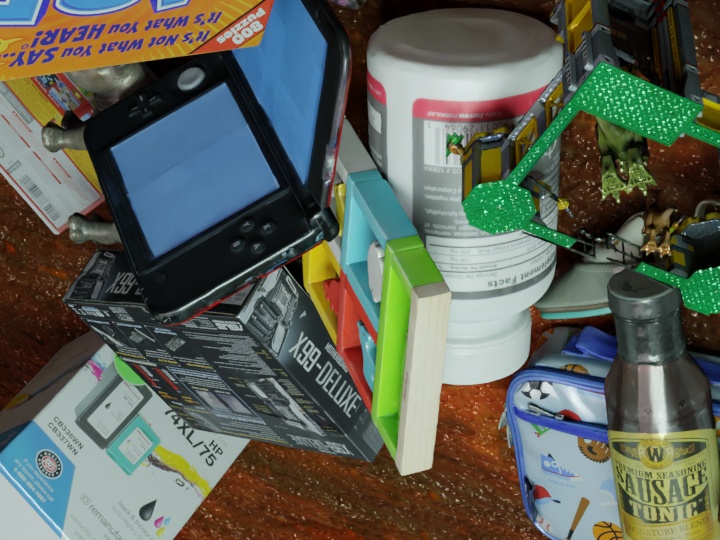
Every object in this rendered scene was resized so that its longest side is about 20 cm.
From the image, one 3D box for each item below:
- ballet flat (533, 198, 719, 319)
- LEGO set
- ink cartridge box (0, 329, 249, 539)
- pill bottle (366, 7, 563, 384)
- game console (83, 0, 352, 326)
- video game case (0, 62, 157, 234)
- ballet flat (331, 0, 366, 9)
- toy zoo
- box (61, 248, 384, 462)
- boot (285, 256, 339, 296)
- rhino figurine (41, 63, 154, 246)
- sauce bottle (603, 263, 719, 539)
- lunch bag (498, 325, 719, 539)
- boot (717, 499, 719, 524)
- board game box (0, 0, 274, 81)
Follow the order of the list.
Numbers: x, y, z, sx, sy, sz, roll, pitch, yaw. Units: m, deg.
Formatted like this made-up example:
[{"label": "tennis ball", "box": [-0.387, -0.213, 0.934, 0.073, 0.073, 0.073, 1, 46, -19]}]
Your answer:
[{"label": "ballet flat", "box": [0.188, -0.008, 0.882, 0.199, 0.067, 0.064, -4, 96, 38]}, {"label": "LEGO set", "box": [0.149, -0.078, 0.780, 0.198, 0.117, 0.154, 14, 137, -11]}, {"label": "ink cartridge box", "box": [-0.213, 0.153, 1.204, 0.147, 0.200, 0.146, 50, 137, -12]}, {"label": "pill bottle", "box": [0.059, -0.040, 0.874, 0.110, 0.111, 0.202, 14, 121, 27]}, {"label": "game console", "box": [-0.091, -0.100, 0.878, 0.119, 0.171, 0.201, 60, -179, -45]}, {"label": "video game case", "box": [-0.219, -0.116, 1.110, 0.143, 0.017, 0.199, 50, 138, -12]}, {"label": "ballet flat", "box": [0.029, -0.205, 0.819, 0.071, 0.070, 0.200, 30, 146, -16]}, {"label": "toy zoo", "box": [0.000, 0.000, 0.867, 0.201, 0.020, 0.132, -119, 25, -45]}, {"label": "box", "box": [-0.089, 0.056, 1.038, 0.199, 0.050, 0.158, 3, 142, 46]}, {"label": "boot", "box": [-0.025, -0.002, 1.027, 0.199, 0.073, 0.151, 26, 143, 3]}, {"label": "rhino figurine", "box": [-0.166, -0.093, 1.030, 0.087, 0.060, 0.201, 0, 127, 12]}, {"label": "sauce bottle", "box": [0.172, 0.093, 0.874, 0.066, 0.066, 0.202, 4, 122, 34]}, {"label": "lunch bag", "box": [0.186, 0.117, 0.974, 0.198, 0.076, 0.161, 10, 129, 28]}, {"label": "boot", "box": [0.308, 0.103, 0.829, 0.154, 0.072, 0.200, 37, 107, -2]}, {"label": "board game box", "box": [-0.153, -0.240, 0.756, 0.201, 0.199, 0.201, 61, 148, 28]}]
